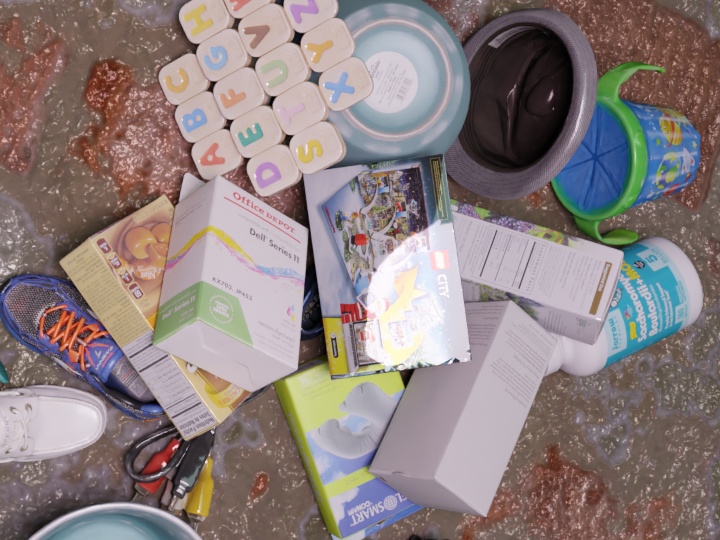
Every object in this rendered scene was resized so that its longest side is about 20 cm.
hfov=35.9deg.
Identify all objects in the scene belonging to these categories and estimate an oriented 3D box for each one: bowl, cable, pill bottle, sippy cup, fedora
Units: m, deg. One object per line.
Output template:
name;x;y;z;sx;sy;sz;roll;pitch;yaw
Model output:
bowl;-0.231;0.294;1.012;0.200;0.105;0.202;-2;96;-17
bowl;0.024;-0.185;1.094;0.200;0.105;0.202;-1;95;-10
cable;-0.160;0.157;1.097;0.097;0.050;0.200;29;68;-6
pill bottle;0.265;0.046;1.217;0.200;0.111;0.111;-24;100;-20
sippy cup;0.297;-0.128;1.221;0.130;0.178;0.140;-9;58;-32
fedora;0.176;-0.172;1.170;0.090;0.177;0.201;2;109;-54

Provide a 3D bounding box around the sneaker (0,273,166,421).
sneaker;-0.245;0.070;1.028;0.200;0.078;0.075;37;78;-19

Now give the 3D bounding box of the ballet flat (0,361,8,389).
ballet flat;-0.383;0.026;0.983;0.068;0.068;0.200;-26;91;-9

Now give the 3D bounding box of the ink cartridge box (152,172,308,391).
ink cartridge box;-0.113;-0.005;1.024;0.117;0.067;0.200;30;45;-33

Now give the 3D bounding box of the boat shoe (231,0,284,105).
boat shoe;-0.086;-0.260;1.088;0.066;0.074;0.200;-9;94;-40

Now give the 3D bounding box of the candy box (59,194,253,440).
candy box;-0.171;0.041;1.028;0.200;0.055;0.115;55;36;-6

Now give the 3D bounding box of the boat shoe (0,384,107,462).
boat shoe;-0.325;0.143;1.002;0.199;0.069;0.071;-1;91;-22

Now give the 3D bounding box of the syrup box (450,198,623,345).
syrup box;0.159;0.000;1.132;0.199;0.079;0.082;17;72;13

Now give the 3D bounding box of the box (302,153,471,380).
box;0.025;-0.003;1.067;0.136;0.038;0.201;-7;89;-1

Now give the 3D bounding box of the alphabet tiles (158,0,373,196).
alphabet tiles;-0.093;-0.177;1.044;0.195;0.015;0.200;-24;89;20

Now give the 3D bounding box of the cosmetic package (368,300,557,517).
cosmetic package;0.103;0.134;1.116;0.085;0.107;0.200;38;66;-29

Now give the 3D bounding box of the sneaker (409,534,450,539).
sneaker;0.027;0.315;1.149;0.199;0.076;0.115;25;81;-24

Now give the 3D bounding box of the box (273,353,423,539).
box;0.000;0.180;1.148;0.122;0.048;0.201;-22;99;-20

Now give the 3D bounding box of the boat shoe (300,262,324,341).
boat shoe;0.000;0.000;1.130;0.084;0.069;0.200;40;77;-18
